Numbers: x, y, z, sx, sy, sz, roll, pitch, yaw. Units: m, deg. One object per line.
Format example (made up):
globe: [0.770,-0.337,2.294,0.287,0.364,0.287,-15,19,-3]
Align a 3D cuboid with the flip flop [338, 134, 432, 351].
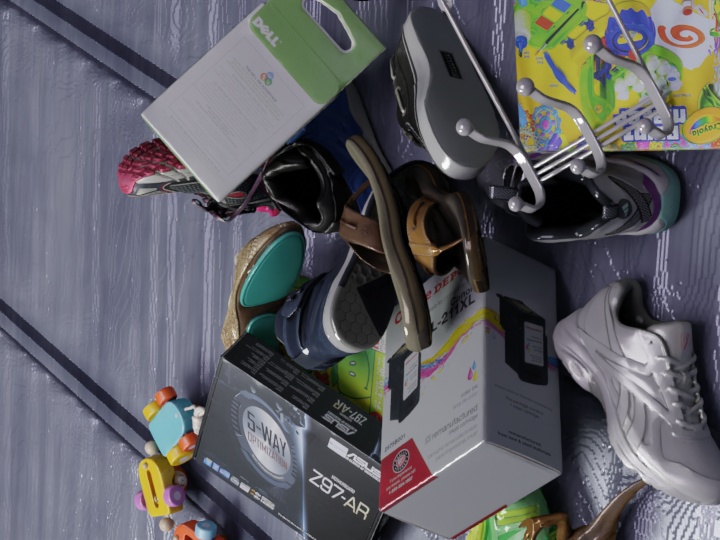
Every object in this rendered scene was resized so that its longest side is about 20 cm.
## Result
flip flop: [0.013,-0.023,1.408,0.057,0.081,0.202,-18,67,8]

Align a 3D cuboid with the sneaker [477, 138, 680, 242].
sneaker: [0.139,-0.066,1.356,0.199,0.139,0.079,8,102,45]

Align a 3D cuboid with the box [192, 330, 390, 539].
box: [-0.054,0.171,1.595,0.199,0.044,0.161,33,137,12]

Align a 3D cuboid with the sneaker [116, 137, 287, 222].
sneaker: [-0.139,-0.082,1.605,0.080,0.199,0.075,27,113,44]

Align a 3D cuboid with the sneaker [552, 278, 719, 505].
sneaker: [0.232,0.089,1.332,0.201,0.077,0.100,55,127,26]

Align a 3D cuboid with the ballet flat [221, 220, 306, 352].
ballet flat: [-0.099,0.017,1.590,0.065,0.070,0.201,55,142,36]

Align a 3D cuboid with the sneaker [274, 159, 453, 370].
sneaker: [-0.002,-0.001,1.518,0.077,0.203,0.146,37,152,-10]

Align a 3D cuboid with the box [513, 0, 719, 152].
box: [0.224,-0.187,1.261,0.199,0.121,0.195,4,99,46]

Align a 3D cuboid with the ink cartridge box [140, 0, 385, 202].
ink cartridge box: [-0.085,-0.164,1.500,0.200,0.059,0.104,-42,94,3]

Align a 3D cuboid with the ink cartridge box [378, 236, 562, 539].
ink cartridge box: [0.089,0.097,1.411,0.146,0.082,0.202,-40,36,42]

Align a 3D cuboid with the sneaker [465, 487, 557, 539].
sneaker: [0.138,0.207,1.467,0.083,0.074,0.202,12,103,19]

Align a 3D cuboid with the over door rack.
over door rack: [0.126,-0.159,1.234,0.147,0.066,0.202,-30,76,44]

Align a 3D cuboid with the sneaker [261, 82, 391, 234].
sneaker: [-0.049,-0.119,1.570,0.077,0.111,0.201,-43,65,41]

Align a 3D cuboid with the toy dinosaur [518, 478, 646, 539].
toy dinosaur: [0.190,0.222,1.405,0.061,0.105,0.201,-116,36,-52]

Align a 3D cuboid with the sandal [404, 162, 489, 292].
sandal: [0.060,-0.034,1.380,0.200,0.054,0.082,-123,17,-63]

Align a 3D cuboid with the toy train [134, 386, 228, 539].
toy train: [-0.173,0.220,1.802,0.150,0.055,0.202,22,115,41]

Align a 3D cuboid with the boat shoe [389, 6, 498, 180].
boat shoe: [0.066,-0.138,1.446,0.064,0.070,0.201,-57,28,37]

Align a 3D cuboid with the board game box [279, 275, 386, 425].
board game box: [-0.026,0.075,1.622,0.199,0.047,0.103,19,110,44]
